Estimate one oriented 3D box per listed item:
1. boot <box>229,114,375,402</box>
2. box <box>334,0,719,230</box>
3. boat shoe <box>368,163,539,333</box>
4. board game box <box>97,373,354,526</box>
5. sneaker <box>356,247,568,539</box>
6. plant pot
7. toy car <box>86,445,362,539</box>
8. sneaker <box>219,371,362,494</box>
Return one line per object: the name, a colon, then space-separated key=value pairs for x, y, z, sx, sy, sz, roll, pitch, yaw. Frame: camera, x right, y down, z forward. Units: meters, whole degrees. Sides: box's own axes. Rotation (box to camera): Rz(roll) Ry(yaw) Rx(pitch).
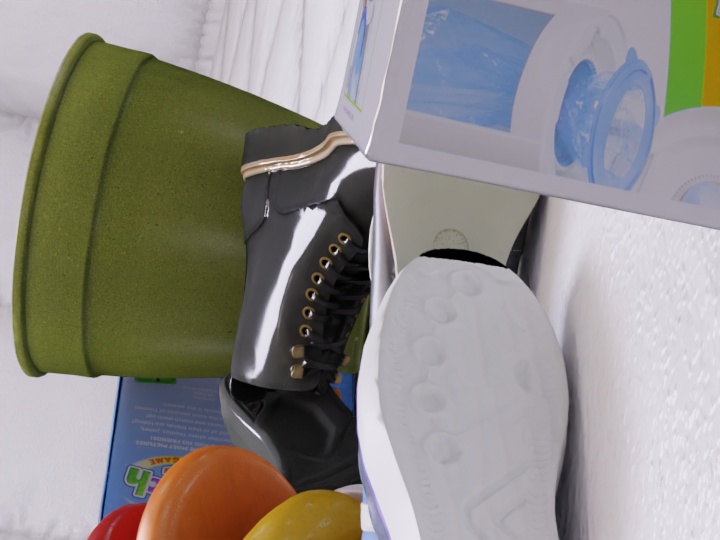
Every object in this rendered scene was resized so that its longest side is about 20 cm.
boot: x=0.000 y=0.000 z=0.854 sx=0.200 sy=0.077 sz=0.140 roll=-3 pitch=79 yaw=63
box: x=0.068 y=-0.124 z=0.493 sx=0.101 sy=0.111 sz=0.202 roll=-118 pitch=38 yaw=-78
boat shoe: x=0.037 y=-0.007 z=0.734 sx=0.063 sy=0.070 sz=0.202 roll=128 pitch=146 yaw=-78
board game box: x=-0.078 y=0.097 z=1.081 sx=0.201 sy=0.150 sz=0.037 roll=-90 pitch=12 yaw=-49
sneaker: x=0.022 y=0.110 z=0.650 sx=0.147 sy=0.080 sz=0.202 roll=116 pitch=157 yaw=-48
plant pot: x=-0.080 y=-0.022 z=1.019 sx=0.200 sy=0.191 sz=0.203 roll=10 pitch=-90 yaw=-87
toy car: x=-0.062 y=0.169 z=0.736 sx=0.174 sy=0.149 sz=0.202 roll=-11 pitch=-62 yaw=-51
sneaker: x=-0.014 y=0.135 z=0.913 sx=0.199 sy=0.076 sz=0.115 roll=-133 pitch=25 yaw=-56
